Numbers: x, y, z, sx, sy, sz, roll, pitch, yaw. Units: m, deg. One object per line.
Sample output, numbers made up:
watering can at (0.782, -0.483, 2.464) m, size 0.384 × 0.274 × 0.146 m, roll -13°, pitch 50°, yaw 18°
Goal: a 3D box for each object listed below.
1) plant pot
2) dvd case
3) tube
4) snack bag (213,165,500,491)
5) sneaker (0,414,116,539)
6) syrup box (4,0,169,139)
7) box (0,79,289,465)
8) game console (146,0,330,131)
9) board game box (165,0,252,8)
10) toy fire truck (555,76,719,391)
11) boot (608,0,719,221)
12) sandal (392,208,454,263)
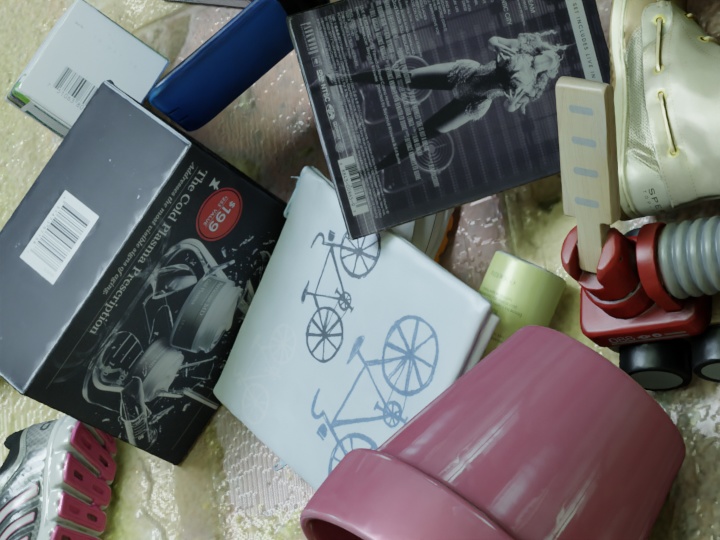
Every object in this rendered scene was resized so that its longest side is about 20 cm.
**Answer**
plant pot at (0.091, 0.140, 1.347) m, size 0.199 × 0.200 × 0.179 m, roll 27°, pitch 71°, yaw 37°
dvd case at (0.066, -0.120, 1.458) m, size 0.199 × 0.016 × 0.150 m, roll -18°, pitch 101°, yaw -9°
tube at (0.072, 0.088, 1.460) m, size 0.052 × 0.058 × 0.201 m, roll 23°, pitch 91°, yaw -4°
snack bag at (-0.010, 0.057, 1.496) m, size 0.200 × 0.021 × 0.190 m, roll 38°, pitch 113°, yaw 39°
sneaker at (-0.234, 0.195, 1.599) m, size 0.087 × 0.074 × 0.201 m, roll -4°, pitch 66°, yaw 35°
syrup box at (-0.202, -0.137, 1.642) m, size 0.082 × 0.079 × 0.200 m, roll -56°, pitch 11°, yaw -5°
box at (-0.150, 0.005, 1.553) m, size 0.104 × 0.182 × 0.201 m, roll 35°, pitch 92°, yaw 36°
game console at (-0.085, -0.194, 1.505) m, size 0.117 × 0.200 × 0.172 m, roll -9°, pitch 87°, yaw 3°
board game box at (-0.128, -0.276, 1.646) m, size 0.159 × 0.200 × 0.097 m, roll 10°, pitch 76°, yaw 35°
toy fire truck at (0.195, -0.024, 1.330) m, size 0.175 × 0.200 × 0.130 m, roll -8°, pitch 67°, yaw 30°
boot at (0.235, -0.132, 1.431) m, size 0.155 × 0.073 × 0.201 m, roll -4°, pitch 65°, yaw 29°
sandal at (0.007, 0.001, 1.530) m, size 0.079 × 0.059 × 0.208 m, roll 4°, pitch 72°, yaw 33°
